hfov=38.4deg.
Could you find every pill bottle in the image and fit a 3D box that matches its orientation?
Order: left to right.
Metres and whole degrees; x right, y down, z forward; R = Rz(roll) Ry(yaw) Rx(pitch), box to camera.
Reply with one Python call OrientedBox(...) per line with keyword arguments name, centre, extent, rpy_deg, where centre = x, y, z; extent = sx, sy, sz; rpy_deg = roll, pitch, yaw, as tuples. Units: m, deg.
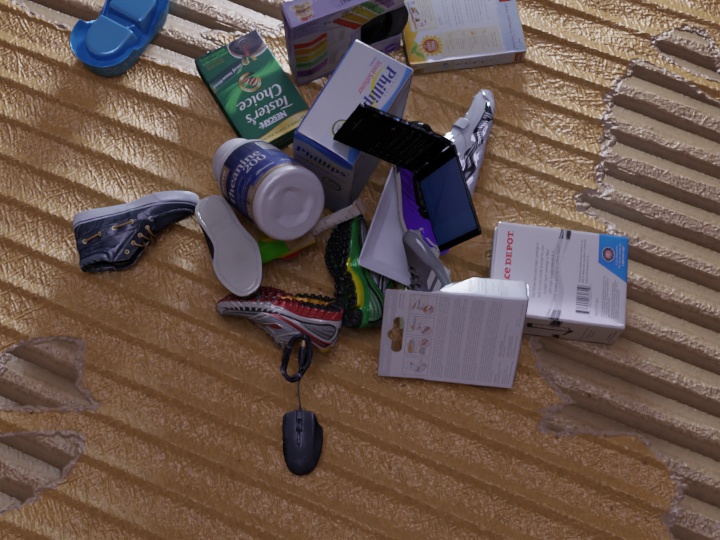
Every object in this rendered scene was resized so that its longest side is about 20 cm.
OrientedBox(name="pill bottle", centre=(-0.144, -0.128, 1.525), extent=(0.111, 0.111, 0.200), rpy_deg=(-36, 37, -13))

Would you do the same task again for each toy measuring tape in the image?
OrientedBox(name="toy measuring tape", centre=(-0.085, -0.070, 1.566), extent=(0.199, 0.074, 0.074), rpy_deg=(-25, 70, 10))

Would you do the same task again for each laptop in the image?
OrientedBox(name="laptop", centre=(0.057, -0.117, 1.359), extent=(0.199, 0.177, 0.104), rpy_deg=(21, 79, -10))

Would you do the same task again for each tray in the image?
OrientedBox(name="tray", centre=(0.072, -0.079, 1.546), extent=(0.107, 0.022, 0.201), rpy_deg=(23, 75, -13))

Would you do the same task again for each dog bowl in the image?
OrientedBox(name="dog bowl", centre=(-0.394, -0.408, 1.719), extent=(0.111, 0.050, 0.201), rpy_deg=(29, 72, 10))

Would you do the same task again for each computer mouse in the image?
OrientedBox(name="computer mouse", centre=(-0.086, 0.190, 1.464), extent=(0.058, 0.034, 0.201), rpy_deg=(-3, 89, 3))

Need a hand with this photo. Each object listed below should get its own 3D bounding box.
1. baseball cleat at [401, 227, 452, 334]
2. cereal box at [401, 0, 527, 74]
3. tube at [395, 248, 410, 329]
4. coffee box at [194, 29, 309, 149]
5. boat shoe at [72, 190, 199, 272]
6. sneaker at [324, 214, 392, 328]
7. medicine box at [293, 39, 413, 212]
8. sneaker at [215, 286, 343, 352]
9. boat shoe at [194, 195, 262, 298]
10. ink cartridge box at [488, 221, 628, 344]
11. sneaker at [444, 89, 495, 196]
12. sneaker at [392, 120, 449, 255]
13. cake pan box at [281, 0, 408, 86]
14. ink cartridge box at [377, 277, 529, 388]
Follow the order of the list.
OrientedBox(name="baseball cleat", centre=(0.093, 0.041, 1.491), extent=(0.106, 0.070, 0.201), rpy_deg=(-35, 112, -8))
OrientedBox(name="cereal box", centre=(0.167, -0.407, 1.725), extent=(0.199, 0.040, 0.145), rpy_deg=(-6, 69, -3))
OrientedBox(name="tube", centre=(0.079, -0.012, 1.571), extent=(0.058, 0.052, 0.201), rpy_deg=(-18, 73, 27))
OrientedBox(name="coffee box", centre=(-0.169, -0.284, 1.674), extent=(0.123, 0.044, 0.201), rpy_deg=(-28, 72, -11))
OrientedBox(name="boat shoe", centre=(-0.337, -0.056, 1.577), extent=(0.199, 0.071, 0.091), rpy_deg=(-14, 71, 2))
OrientedBox(name="sneaker", centre=(0.000, 0.000, 1.561), extent=(0.085, 0.078, 0.201), rpy_deg=(10, 59, -31))
OrientedBox(name="medicine box", centre=(-0.015, -0.211, 1.562), extent=(0.103, 0.200, 0.183), rpy_deg=(29, 71, 6))
OrientedBox(name="sneaker", centre=(-0.124, 0.075, 1.517), extent=(0.199, 0.078, 0.083), rpy_deg=(10, 107, 21))
OrientedBox(name="boat shoe", centre=(-0.192, -0.027, 1.540), extent=(0.074, 0.060, 0.200), rpy_deg=(-29, 53, -8))
OrientedBox(name="ink cartridge box", centre=(0.289, 0.019, 1.538), extent=(0.199, 0.084, 0.147), rpy_deg=(7, 70, 3))
OrientedBox(name="sneaker", centre=(0.142, -0.206, 1.628), extent=(0.114, 0.075, 0.201), rpy_deg=(15, 73, 3))
OrientedBox(name="sneaker", centre=(0.095, -0.121, 1.494), extent=(0.069, 0.099, 0.201), rpy_deg=(-14, 88, -19))
OrientedBox(name="cake pan box", centre=(-0.023, -0.387, 1.641), extent=(0.199, 0.184, 0.053), rpy_deg=(-21, 75, -9))
OrientedBox(name="ink cartridge box", centre=(0.131, 0.085, 1.474), extent=(0.199, 0.163, 0.057), rpy_deg=(7, 35, 4))
